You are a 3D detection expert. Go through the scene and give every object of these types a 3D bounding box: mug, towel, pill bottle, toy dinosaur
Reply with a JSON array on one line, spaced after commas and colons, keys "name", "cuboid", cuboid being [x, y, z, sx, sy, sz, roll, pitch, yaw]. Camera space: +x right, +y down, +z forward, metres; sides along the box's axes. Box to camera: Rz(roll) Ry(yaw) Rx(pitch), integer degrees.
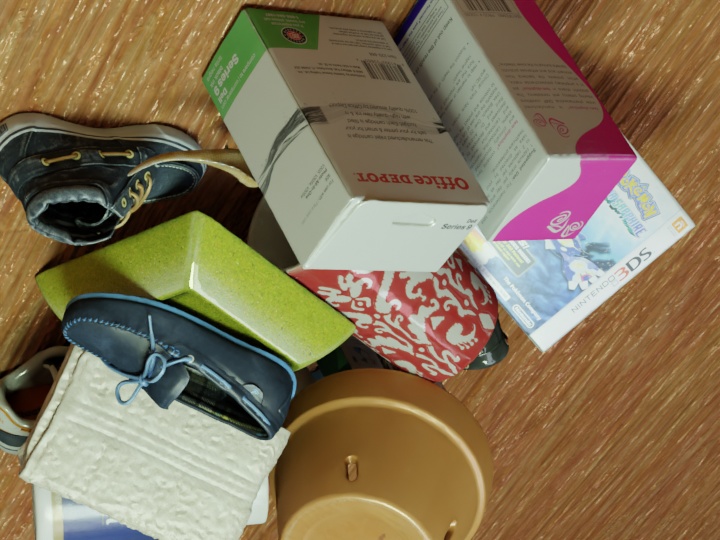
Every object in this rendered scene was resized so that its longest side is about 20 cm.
[{"name": "mug", "cuboid": [0.008, -0.008, 1.739, 0.200, 0.177, 0.134, 40, 88, -34]}, {"name": "towel", "cuboid": [-0.172, 0.149, 1.669, 0.199, 0.034, 0.133, 27, 88, -12]}, {"name": "pill bottle", "cuboid": [-0.182, 0.184, 1.740, 0.198, 0.112, 0.111, -4, 144, -11]}, {"name": "toy dinosaur", "cuboid": [-0.080, -0.082, 1.579, 0.199, 0.101, 0.059, 18, 113, -16]}]

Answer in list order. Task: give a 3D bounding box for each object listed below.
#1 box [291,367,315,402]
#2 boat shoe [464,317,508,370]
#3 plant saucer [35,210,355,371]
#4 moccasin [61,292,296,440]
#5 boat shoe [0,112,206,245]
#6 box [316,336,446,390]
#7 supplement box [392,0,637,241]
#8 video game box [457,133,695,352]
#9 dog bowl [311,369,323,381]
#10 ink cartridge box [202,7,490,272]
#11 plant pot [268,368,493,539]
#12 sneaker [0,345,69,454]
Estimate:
[{"name": "box", "cuboid": [-0.139, 0.146, 1.876, 0.199, 0.128, 0.109, -35, 148, 7]}, {"name": "boat shoe", "cuboid": [0.071, 0.055, 1.883, 0.073, 0.063, 0.201, -30, -165, -19]}, {"name": "plant saucer", "cuboid": [-0.140, 0.046, 1.673, 0.199, 0.048, 0.199, -19, 138, 37]}, {"name": "moccasin", "cuboid": [-0.144, 0.077, 1.612, 0.199, 0.069, 0.081, 19, 147, -12]}, {"name": "boat shoe", "cuboid": [-0.191, -0.061, 1.563, 0.199, 0.091, 0.071, 4, 136, -44]}, {"name": "box", "cuboid": [0.031, 0.120, 1.910, 0.144, 0.201, 0.036, 14, 129, -49]}, {"name": "supplement box", "cuboid": [0.116, -0.130, 1.616, 0.101, 0.201, 0.104, -1, 139, -38]}, {"name": "video game box", "cuboid": [0.168, -0.057, 1.796, 0.182, 0.047, 0.200, -41, 109, 4]}, {"name": "dog bowl", "cuboid": [-0.052, 0.151, 2.035, 0.199, 0.050, 0.112, -26, 149, -8]}, {"name": "ink cartridge box", "cuboid": [-0.013, -0.099, 1.552, 0.145, 0.201, 0.084, 1, 139, -41]}, {"name": "plant pot", "cuboid": [0.008, 0.205, 1.741, 0.198, 0.140, 0.201, 5, 122, 9]}, {"name": "sneaker", "cuboid": [-0.231, 0.103, 1.782, 0.199, 0.079, 0.080, -20, 154, -13]}]
